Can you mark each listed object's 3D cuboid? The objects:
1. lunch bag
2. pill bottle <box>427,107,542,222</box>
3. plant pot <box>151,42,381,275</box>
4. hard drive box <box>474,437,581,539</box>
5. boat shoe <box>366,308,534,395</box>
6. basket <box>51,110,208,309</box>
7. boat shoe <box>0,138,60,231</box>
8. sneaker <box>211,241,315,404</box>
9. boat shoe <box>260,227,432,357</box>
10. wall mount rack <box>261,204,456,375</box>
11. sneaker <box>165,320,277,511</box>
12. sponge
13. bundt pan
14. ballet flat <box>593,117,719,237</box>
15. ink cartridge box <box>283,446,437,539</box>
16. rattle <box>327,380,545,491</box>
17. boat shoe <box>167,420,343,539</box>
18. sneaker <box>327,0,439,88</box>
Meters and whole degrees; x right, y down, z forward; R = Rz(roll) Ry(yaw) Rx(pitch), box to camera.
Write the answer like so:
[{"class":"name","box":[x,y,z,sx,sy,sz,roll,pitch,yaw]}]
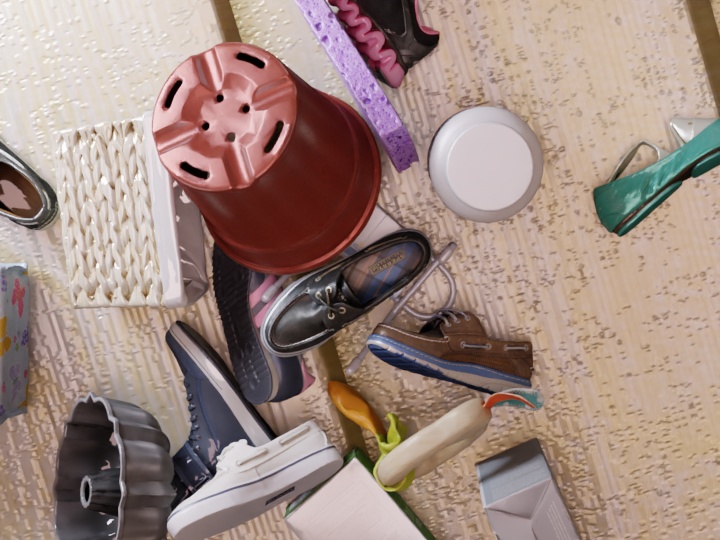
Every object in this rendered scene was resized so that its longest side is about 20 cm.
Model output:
[{"class":"lunch bag","box":[-0.453,0.074,1.714,0.198,0.127,0.171,3,93,8]},{"class":"pill bottle","box":[0.123,-0.106,1.636,0.110,0.200,0.113,0,96,1]},{"class":"plant pot","box":[-0.100,-0.117,1.618,0.199,0.195,0.203,-5,74,16]},{"class":"hard drive box","box":[0.183,0.272,1.676,0.076,0.200,0.157,-23,93,4]},{"class":"boat shoe","box":[0.094,0.078,1.708,0.199,0.072,0.073,19,80,-32]},{"class":"basket","box":[-0.235,-0.062,1.692,0.122,0.136,0.202,-5,95,6]},{"class":"boat shoe","box":[-0.403,-0.112,1.725,0.199,0.068,0.072,35,97,0]},{"class":"sneaker","box":[-0.101,0.040,1.739,0.070,0.082,0.202,-20,78,46]},{"class":"boat shoe","box":[-0.016,0.020,1.659,0.199,0.057,0.069,-34,93,1]},{"class":"wall mount rack","box":[0.000,0.000,1.719,0.200,0.075,0.174,41,95,-1]},{"class":"sneaker","box":[-0.181,0.168,1.738,0.146,0.077,0.203,-34,95,1]},{"class":"sponge","box":[-0.008,-0.199,1.654,0.030,0.112,0.201,-31,73,2]},{"class":"bundt pan","box":[-0.248,0.227,1.698,0.075,0.201,0.204,4,96,-29]},{"class":"ballet flat","box":[0.324,-0.117,1.708,0.199,0.067,0.071,-35,79,2]},{"class":"ink cartridge box","box":[0.021,0.298,1.752,0.104,0.059,0.200,-40,93,5]},{"class":"rattle","box":[0.079,0.129,1.699,0.200,0.129,0.144,-45,54,37]},{"class":"boat shoe","box":[-0.115,0.208,1.674,0.199,0.071,0.070,-24,67,-25]},{"class":"sneaker","box":[0.014,-0.288,1.682,0.095,0.079,0.201,-34,117,-3]}]
